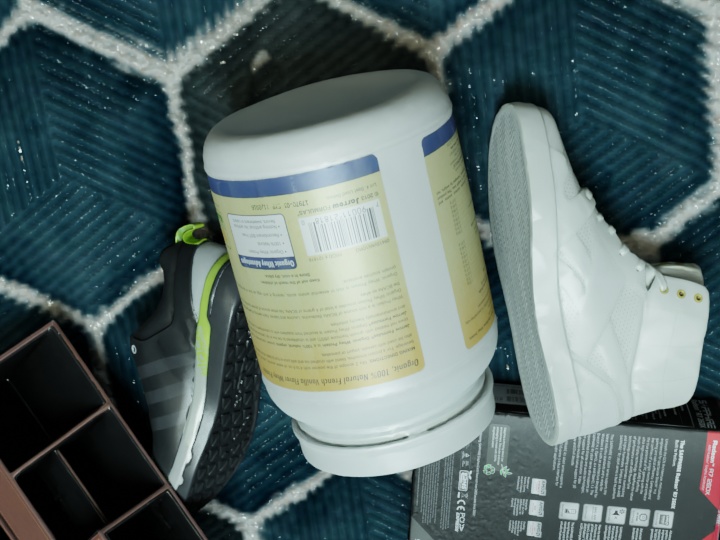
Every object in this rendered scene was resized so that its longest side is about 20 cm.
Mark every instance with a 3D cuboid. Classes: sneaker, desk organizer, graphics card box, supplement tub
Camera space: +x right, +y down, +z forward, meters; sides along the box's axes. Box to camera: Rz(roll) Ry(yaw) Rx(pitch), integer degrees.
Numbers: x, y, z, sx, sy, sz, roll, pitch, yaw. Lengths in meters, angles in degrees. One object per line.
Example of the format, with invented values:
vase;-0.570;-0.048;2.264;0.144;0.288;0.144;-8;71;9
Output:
sneaker;0.145;-0.007;0.747;0.114;0.074;0.203;-12;98;-12
desk organizer;-0.177;0.139;0.784;0.077;0.072;0.201;-41;83;38
sneaker;-0.111;0.065;0.806;0.082;0.071;0.202;25;112;22
graphics card box;0.130;0.141;0.804;0.197;0.051;0.127;3;111;3
supplement tub;0.000;0.000;0.716;0.142;0.145;0.203;-10;108;10

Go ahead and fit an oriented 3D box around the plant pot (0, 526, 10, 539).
plant pot;-0.287;0.218;0.836;0.141;0.142;0.200;45;117;-11
